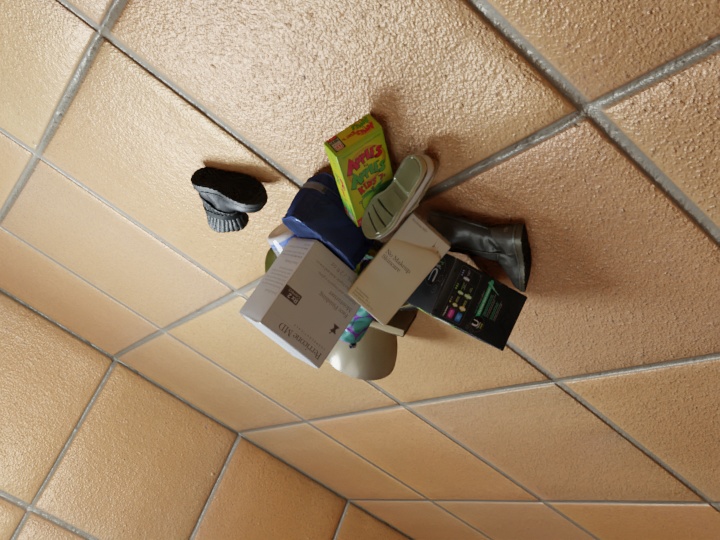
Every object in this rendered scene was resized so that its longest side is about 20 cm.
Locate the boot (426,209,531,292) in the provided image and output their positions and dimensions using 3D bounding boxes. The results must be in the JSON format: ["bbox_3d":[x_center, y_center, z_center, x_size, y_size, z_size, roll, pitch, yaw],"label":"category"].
[{"bbox_3d":[0.235,-0.039,1.558,0.196,0.073,0.184,3,133,24],"label":"boot"}]

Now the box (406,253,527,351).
[{"bbox_3d":[0.208,0.055,1.601,0.197,0.126,0.148,26,180,-25],"label":"box"}]

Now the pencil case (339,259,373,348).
[{"bbox_3d":[0.001,0.072,1.733,0.085,0.092,0.202,44,127,23],"label":"pencil case"}]

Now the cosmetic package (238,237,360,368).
[{"bbox_3d":[-0.115,0.063,1.615,0.164,0.202,0.164,39,168,-22],"label":"cosmetic package"}]

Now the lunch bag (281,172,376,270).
[{"bbox_3d":[-0.046,-0.101,1.607,0.199,0.134,0.135,39,168,-20],"label":"lunch bag"}]

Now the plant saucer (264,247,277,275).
[{"bbox_3d":[-0.142,0.020,1.841,0.031,0.203,0.199,-30,123,33],"label":"plant saucer"}]

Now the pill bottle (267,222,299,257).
[{"bbox_3d":[-0.114,-0.017,1.765,0.112,0.114,0.202,-10,117,47],"label":"pill bottle"}]

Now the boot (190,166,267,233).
[{"bbox_3d":[-0.280,-0.143,1.776,0.208,0.080,0.160,22,147,28],"label":"boot"}]

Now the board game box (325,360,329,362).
[{"bbox_3d":[-0.032,0.190,2.062,0.094,0.201,0.030,22,117,4],"label":"board game box"}]

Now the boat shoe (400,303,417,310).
[{"bbox_3d":[0.105,0.063,1.796,0.195,0.075,0.065,-6,151,16],"label":"boat shoe"}]

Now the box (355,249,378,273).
[{"bbox_3d":[0.000,0.000,1.838,0.115,0.049,0.201,18,154,13],"label":"box"}]

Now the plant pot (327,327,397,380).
[{"bbox_3d":[0.012,0.158,1.976,0.196,0.201,0.137,21,121,5],"label":"plant pot"}]

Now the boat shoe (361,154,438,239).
[{"bbox_3d":[0.077,-0.131,1.459,0.200,0.068,0.076,-49,62,37],"label":"boat shoe"}]

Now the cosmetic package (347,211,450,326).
[{"bbox_3d":[0.075,-0.006,1.517,0.103,0.201,0.073,39,-168,-1],"label":"cosmetic package"}]

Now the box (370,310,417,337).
[{"bbox_3d":[0.030,0.097,1.890,0.196,0.163,0.022,17,108,11],"label":"box"}]

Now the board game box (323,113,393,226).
[{"bbox_3d":[0.005,-0.182,1.456,0.048,0.101,0.201,49,167,34],"label":"board game box"}]
